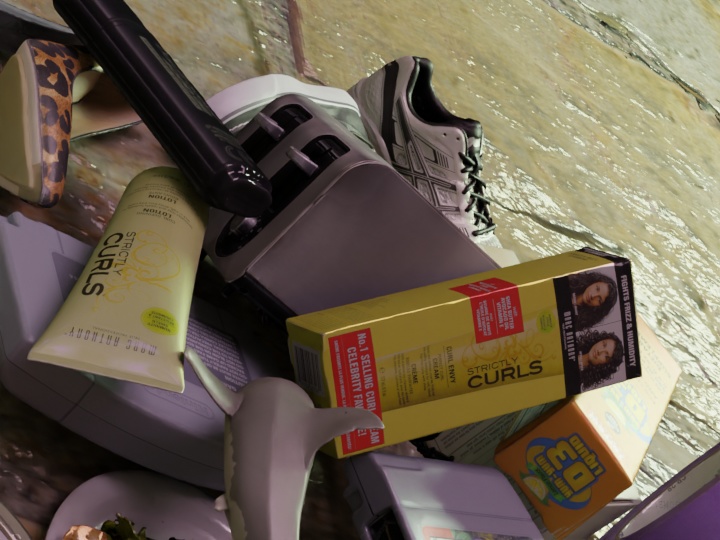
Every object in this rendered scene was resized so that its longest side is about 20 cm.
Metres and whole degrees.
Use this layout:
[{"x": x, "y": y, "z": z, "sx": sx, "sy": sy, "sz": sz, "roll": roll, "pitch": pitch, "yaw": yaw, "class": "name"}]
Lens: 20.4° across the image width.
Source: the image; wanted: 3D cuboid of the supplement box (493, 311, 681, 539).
[{"x": 0.143, "y": 0.088, "z": 1.227, "sx": 0.067, "sy": 0.069, "sz": 0.200, "roll": 52, "pitch": 25, "yaw": -3, "class": "supplement box"}]

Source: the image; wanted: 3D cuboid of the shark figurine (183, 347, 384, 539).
[{"x": -0.025, "y": 0.109, "z": 0.969, "sx": 0.129, "sy": 0.089, "sz": 0.215, "roll": 63, "pitch": 12, "yaw": -45, "class": "shark figurine"}]

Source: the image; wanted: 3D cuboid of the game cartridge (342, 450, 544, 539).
[{"x": 0.071, "y": 0.190, "z": 1.076, "sx": 0.133, "sy": 0.041, "sz": 0.201, "roll": 17, "pitch": 42, "yaw": -51, "class": "game cartridge"}]

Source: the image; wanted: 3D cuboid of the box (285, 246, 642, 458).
[{"x": 0.060, "y": 0.043, "z": 1.110, "sx": 0.199, "sy": 0.050, "sz": 0.076, "roll": -12, "pitch": 102, "yaw": -25, "class": "box"}]

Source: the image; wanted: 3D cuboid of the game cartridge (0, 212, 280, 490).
[{"x": -0.119, "y": 0.051, "z": 1.088, "sx": 0.199, "sy": 0.041, "sz": 0.134, "roll": 28, "pitch": 22, "yaw": -36, "class": "game cartridge"}]

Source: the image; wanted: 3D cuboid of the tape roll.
[{"x": 0.245, "y": 0.165, "z": 1.347, "sx": 0.066, "sy": 0.200, "sz": 0.200, "roll": 53, "pitch": 28, "yaw": 5, "class": "tape roll"}]

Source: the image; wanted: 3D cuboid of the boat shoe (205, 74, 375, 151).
[{"x": -0.049, "y": -0.085, "z": 1.359, "sx": 0.066, "sy": 0.070, "sz": 0.200, "roll": 57, "pitch": 21, "yaw": 14, "class": "boat shoe"}]

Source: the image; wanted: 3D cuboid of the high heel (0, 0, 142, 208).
[{"x": -0.156, "y": -0.086, "z": 1.182, "sx": 0.142, "sy": 0.072, "sz": 0.201, "roll": 22, "pitch": 29, "yaw": -33, "class": "high heel"}]

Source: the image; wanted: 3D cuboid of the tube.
[{"x": -0.115, "y": 0.007, "z": 1.040, "sx": 0.052, "sy": 0.058, "sz": 0.200, "roll": 59, "pitch": 17, "yaw": -21, "class": "tube"}]

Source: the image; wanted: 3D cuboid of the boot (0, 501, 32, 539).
[{"x": -0.189, "y": 0.176, "z": 0.843, "sx": 0.204, "sy": 0.073, "sz": 0.154, "roll": 52, "pitch": 31, "yaw": 4, "class": "boot"}]

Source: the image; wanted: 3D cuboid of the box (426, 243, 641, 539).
[{"x": 0.093, "y": 0.090, "z": 1.329, "sx": 0.078, "sy": 0.095, "sz": 0.201, "roll": 8, "pitch": 51, "yaw": -54, "class": "box"}]

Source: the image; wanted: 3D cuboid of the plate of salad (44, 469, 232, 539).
[{"x": -0.077, "y": 0.185, "z": 1.019, "sx": 0.200, "sy": 0.048, "sz": 0.201, "roll": 36, "pitch": 31, "yaw": -26, "class": "plate of salad"}]

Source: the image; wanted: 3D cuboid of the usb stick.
[{"x": -0.116, "y": -0.103, "z": 1.146, "sx": 0.200, "sy": 0.033, "sz": 0.055, "roll": 50, "pitch": 13, "yaw": 33, "class": "usb stick"}]

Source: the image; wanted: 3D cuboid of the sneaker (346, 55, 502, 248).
[{"x": 0.063, "y": -0.068, "z": 1.474, "sx": 0.201, "sy": 0.087, "sz": 0.076, "roll": 56, "pitch": 27, "yaw": 6, "class": "sneaker"}]

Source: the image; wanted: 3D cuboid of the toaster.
[{"x": 0.000, "y": 0.000, "z": 1.208, "sx": 0.200, "sy": 0.119, "sz": 0.181, "roll": 41, "pitch": 3, "yaw": -23, "class": "toaster"}]
